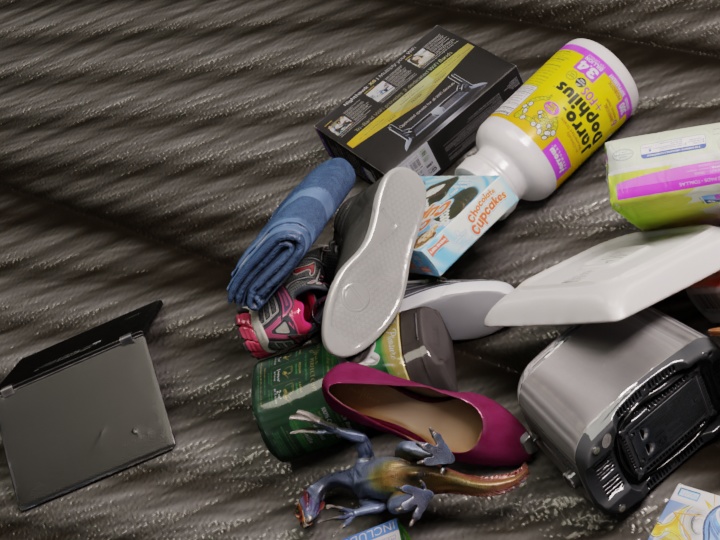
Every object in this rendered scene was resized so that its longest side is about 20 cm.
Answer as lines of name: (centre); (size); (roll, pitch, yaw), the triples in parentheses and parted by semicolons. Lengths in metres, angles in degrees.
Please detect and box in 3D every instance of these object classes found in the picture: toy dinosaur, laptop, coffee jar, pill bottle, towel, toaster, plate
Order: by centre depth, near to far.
toaster: (0.234, 0.107, 1.425); (0.200, 0.114, 0.129); (-39, 39, -12)
toy dinosaur: (0.020, 0.205, 1.476); (0.181, 0.199, 0.106); (148, 139, -65)
plate: (0.236, 0.001, 1.481); (0.199, 0.033, 0.199); (-25, 10, -30)
coffee jar: (-0.003, 0.109, 1.581); (0.199, 0.086, 0.105); (-20, 34, 13)
towel: (-0.068, -0.042, 1.610); (0.112, 0.048, 0.200); (-48, 5, 27)
pill bottle: (0.193, -0.145, 1.708); (0.200, 0.104, 0.104); (-44, 42, -15)
laptop: (-0.293, 0.142, 1.777); (0.186, 0.116, 0.200); (-22, 13, 8)

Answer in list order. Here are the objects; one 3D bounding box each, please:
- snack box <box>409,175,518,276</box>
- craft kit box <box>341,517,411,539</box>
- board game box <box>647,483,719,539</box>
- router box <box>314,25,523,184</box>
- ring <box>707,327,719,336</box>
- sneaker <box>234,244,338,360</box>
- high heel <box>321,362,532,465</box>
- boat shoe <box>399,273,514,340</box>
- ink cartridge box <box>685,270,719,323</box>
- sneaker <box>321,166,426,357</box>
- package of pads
snack box: (0.070, -0.049, 1.677); (0.116, 0.037, 0.200); (-44, 18, -16)
craft kit box: (-0.034, 0.334, 1.407); (0.199, 0.049, 0.198); (-22, 39, 9)
board game box: (0.314, 0.256, 1.286); (0.199, 0.035, 0.136); (12, 56, 38)
router box: (0.068, -0.181, 1.856); (0.200, 0.052, 0.157); (-40, 41, -11)
ring: (0.394, 0.050, 1.364); (0.199, 0.200, 0.019); (-6, 88, 26)
sneaker: (-0.050, 0.030, 1.658); (0.074, 0.081, 0.200); (-17, 17, 28)
high heel: (0.060, 0.137, 1.467); (0.199, 0.096, 0.068); (17, 97, 9)
boat shoe: (0.067, 0.033, 1.635); (0.199, 0.072, 0.068); (-16, 43, 27)
ink cartridge box: (0.405, -0.033, 1.453); (0.200, 0.050, 0.162); (-44, 10, -14)
sneaker: (0.000, 0.000, 1.595); (0.099, 0.070, 0.201); (-24, 42, 63)
package of pads: (0.317, -0.082, 1.510); (0.154, 0.200, 0.069); (-9, 79, 21)
